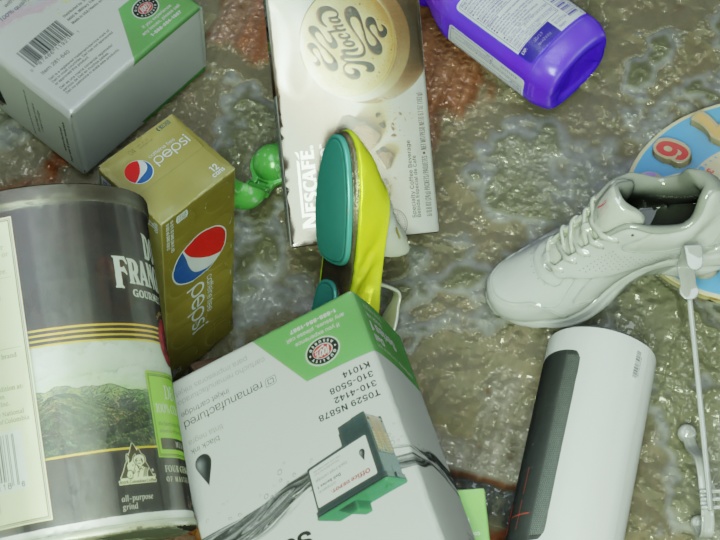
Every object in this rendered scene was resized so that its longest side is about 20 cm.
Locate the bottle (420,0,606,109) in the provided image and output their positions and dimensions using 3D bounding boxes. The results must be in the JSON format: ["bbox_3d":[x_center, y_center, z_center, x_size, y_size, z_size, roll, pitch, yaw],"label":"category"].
[{"bbox_3d":[0.102,-0.216,1.254,0.200,0.065,0.083,40,68,19],"label":"bottle"}]

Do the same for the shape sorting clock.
[{"bbox_3d":[0.299,-0.056,1.169,0.199,0.039,0.201,-5,54,6],"label":"shape sorting clock"}]

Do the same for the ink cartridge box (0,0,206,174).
[{"bbox_3d":[-0.244,-0.197,1.231,0.200,0.084,0.145,37,65,18],"label":"ink cartridge box"}]

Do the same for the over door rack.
[{"bbox_3d":[0.299,0.084,1.080,0.147,0.067,0.201,-1,82,-1],"label":"over door rack"}]

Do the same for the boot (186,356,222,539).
[{"bbox_3d":[-0.125,0.144,1.031,0.199,0.074,0.155,-20,56,-28],"label":"boot"}]

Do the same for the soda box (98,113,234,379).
[{"bbox_3d":[-0.131,-0.010,1.064,0.064,0.200,0.068,40,62,19],"label":"soda box"}]

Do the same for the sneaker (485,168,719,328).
[{"bbox_3d":[0.176,-0.027,1.114,0.199,0.099,0.078,-23,54,12],"label":"sneaker"}]

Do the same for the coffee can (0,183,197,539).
[{"bbox_3d":[-0.184,0.066,0.914,0.145,0.146,0.201,-10,78,-5],"label":"coffee can"}]

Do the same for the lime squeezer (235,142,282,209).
[{"bbox_3d":[-0.079,-0.090,1.190,0.038,0.071,0.200,6,27,30],"label":"lime squeezer"}]

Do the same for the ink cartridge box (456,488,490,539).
[{"bbox_3d":[0.054,0.253,0.969,0.067,0.117,0.201,-4,61,0],"label":"ink cartridge box"}]

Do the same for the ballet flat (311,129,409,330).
[{"bbox_3d":[0.000,0.000,1.093,0.067,0.067,0.201,0,103,-26],"label":"ballet flat"}]

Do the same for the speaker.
[{"bbox_3d":[0.148,0.144,1.051,0.081,0.081,0.201,13,63,7],"label":"speaker"}]

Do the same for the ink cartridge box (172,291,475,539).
[{"bbox_3d":[-0.021,0.138,0.934,0.146,0.084,0.201,-28,57,10],"label":"ink cartridge box"}]

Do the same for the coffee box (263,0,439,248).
[{"bbox_3d":[-0.009,-0.124,1.139,0.112,0.080,0.201,-5,98,-4],"label":"coffee box"}]
